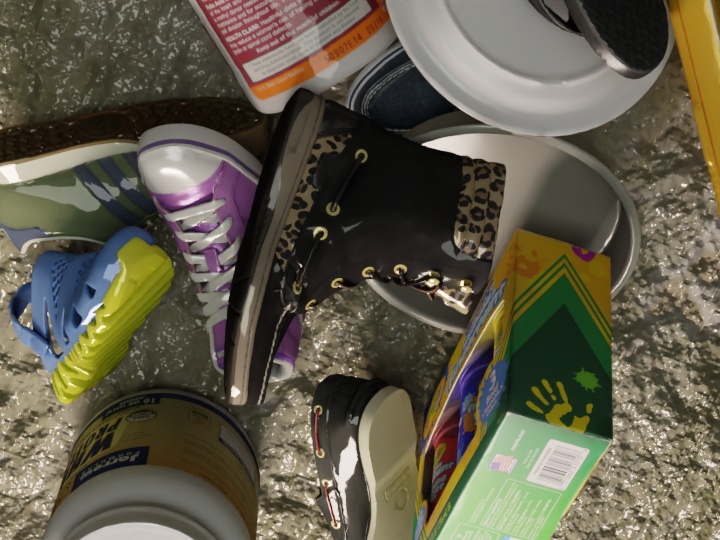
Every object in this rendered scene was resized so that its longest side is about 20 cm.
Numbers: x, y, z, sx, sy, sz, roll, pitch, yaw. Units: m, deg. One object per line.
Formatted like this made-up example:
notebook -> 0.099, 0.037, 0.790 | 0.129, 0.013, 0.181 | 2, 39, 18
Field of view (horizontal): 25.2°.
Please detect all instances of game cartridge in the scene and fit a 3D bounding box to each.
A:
game cartridge -> 0.228, -0.149, 1.031 | 0.032, 0.176, 0.201 | -8, 109, 21

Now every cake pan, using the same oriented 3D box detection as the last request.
cake pan -> 0.090, -0.033, 1.095 | 0.199, 0.037, 0.201 | 5, 137, 4

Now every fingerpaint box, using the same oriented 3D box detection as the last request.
fingerpaint box -> 0.097, 0.103, 1.080 | 0.073, 0.167, 0.200 | 17, 133, -7

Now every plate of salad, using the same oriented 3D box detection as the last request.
plate of salad -> 0.105, -0.180, 1.003 | 0.199, 0.048, 0.201 | 3, 81, -16

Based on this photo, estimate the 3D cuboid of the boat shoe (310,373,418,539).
boat shoe -> 0.005, 0.165, 1.191 | 0.063, 0.074, 0.202 | 16, 126, 33

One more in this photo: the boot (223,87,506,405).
boot -> 0.000, 0.000, 1.013 | 0.150, 0.073, 0.201 | 14, 90, -12

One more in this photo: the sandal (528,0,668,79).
sandal -> 0.116, -0.194, 0.959 | 0.201, 0.075, 0.048 | 60, 141, 13

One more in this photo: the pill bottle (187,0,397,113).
pill bottle -> -0.069, -0.213, 1.031 | 0.114, 0.114, 0.200 | -29, 108, 8

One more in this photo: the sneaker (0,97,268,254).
sneaker -> -0.159, -0.060, 1.112 | 0.199, 0.067, 0.090 | -8, 124, -4

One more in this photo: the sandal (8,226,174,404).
sandal -> -0.190, 0.021, 1.091 | 0.087, 0.079, 0.200 | 48, 143, 3

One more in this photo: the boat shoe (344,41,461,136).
boat shoe -> 0.084, -0.130, 1.075 | 0.199, 0.091, 0.071 | -20, 108, 5

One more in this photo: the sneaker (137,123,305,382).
sneaker -> -0.085, -0.001, 1.058 | 0.072, 0.115, 0.201 | -14, 138, 21

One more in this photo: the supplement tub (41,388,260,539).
supplement tub -> -0.143, 0.182, 1.115 | 0.144, 0.200, 0.145 | -1, 108, -2
